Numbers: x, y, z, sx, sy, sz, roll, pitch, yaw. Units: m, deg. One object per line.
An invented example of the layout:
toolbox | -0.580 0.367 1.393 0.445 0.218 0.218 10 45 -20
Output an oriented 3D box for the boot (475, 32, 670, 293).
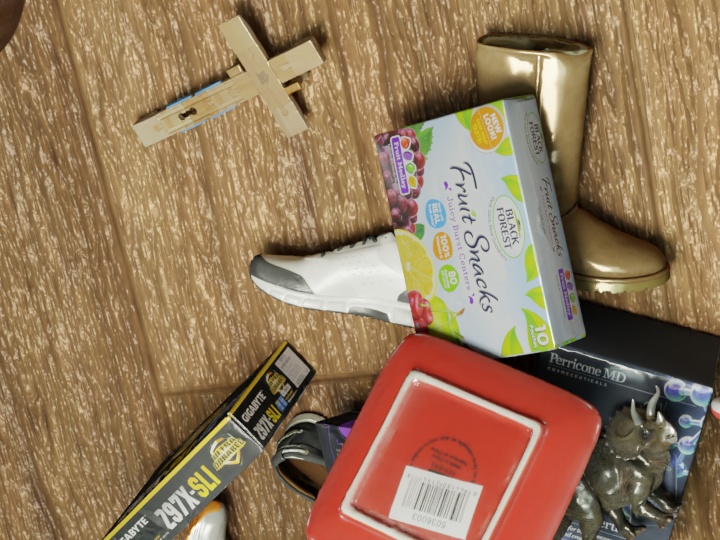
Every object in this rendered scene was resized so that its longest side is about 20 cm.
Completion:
boot | 0.176 -0.088 1.421 0.173 0.066 0.202 6 112 13

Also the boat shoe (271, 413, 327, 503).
boat shoe | 0.003 0.218 1.594 0.199 0.068 0.072 37 117 -4

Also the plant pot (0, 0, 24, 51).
plant pot | -0.409 -0.230 1.450 0.185 0.200 0.189 6 114 13

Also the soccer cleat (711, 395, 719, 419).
soccer cleat | 0.380 0.105 1.413 0.198 0.069 0.086 6 105 -19

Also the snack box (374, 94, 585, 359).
snack box | 0.097 -0.029 1.405 0.141 0.053 0.202 -12 91 40

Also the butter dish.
butter dish | 0.089 0.184 1.388 0.199 0.148 0.201 21 75 30

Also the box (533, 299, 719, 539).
box | 0.214 0.146 1.482 0.147 0.107 0.202 15 114 10

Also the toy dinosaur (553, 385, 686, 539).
toy dinosaur | 0.202 0.176 1.409 0.200 0.077 0.103 -37 85 33

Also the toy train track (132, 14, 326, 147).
toy train track | -0.113 -0.159 1.493 0.199 0.033 0.115 -21 112 28

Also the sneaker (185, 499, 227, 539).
sneaker | -0.129 0.308 1.671 0.091 0.076 0.202 8 121 4

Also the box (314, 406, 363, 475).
box | 0.048 0.218 1.508 0.105 0.122 0.202 -15 94 -21

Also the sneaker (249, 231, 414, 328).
sneaker | 0.000 0.000 1.512 0.198 0.074 0.081 8 99 7

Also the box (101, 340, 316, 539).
box | -0.138 0.171 1.561 0.049 0.160 0.200 43 117 -5
